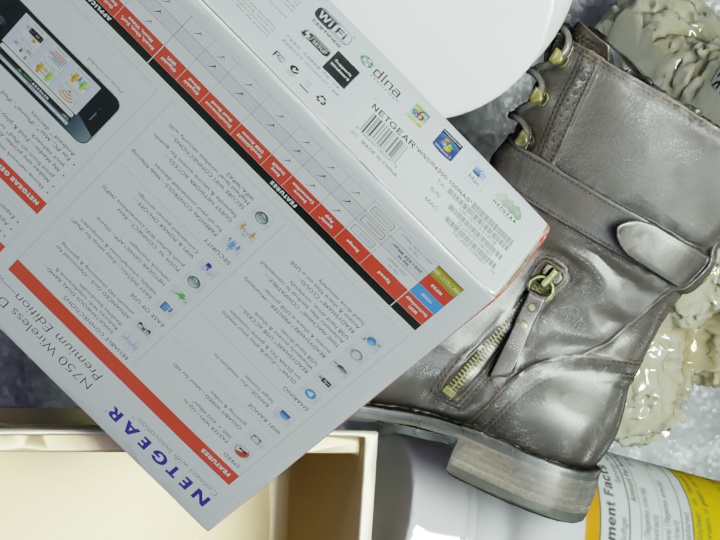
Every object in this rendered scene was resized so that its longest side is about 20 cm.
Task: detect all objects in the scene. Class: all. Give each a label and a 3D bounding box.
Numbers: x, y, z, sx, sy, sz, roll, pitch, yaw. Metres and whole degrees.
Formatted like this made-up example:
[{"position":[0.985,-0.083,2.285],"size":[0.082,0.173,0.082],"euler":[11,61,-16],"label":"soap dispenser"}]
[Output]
[{"position":[-0.065,-0.030,0.990],"size":[0.200,0.179,0.049],"euler":[46,42,-5],"label":"router box"},{"position":[0.047,-0.016,1.093],"size":[0.200,0.069,0.174],"euler":[25,100,3],"label":"boot"},{"position":[0.186,-0.014,1.172],"size":[0.172,0.160,0.200],"euler":[26,63,-41],"label":"plush dog"},{"position":[0.093,0.130,1.177],"size":[0.200,0.111,0.111],"euler":[16,89,-20],"label":"pill bottle"},{"position":[0.022,-0.125,1.053],"size":[0.115,0.200,0.116],"euler":[1,108,2],"label":"pill bottle"},{"position":[-0.106,0.155,1.116],"size":[0.198,0.094,0.200],"euler":[2,94,-20],"label":"storage bin"}]
